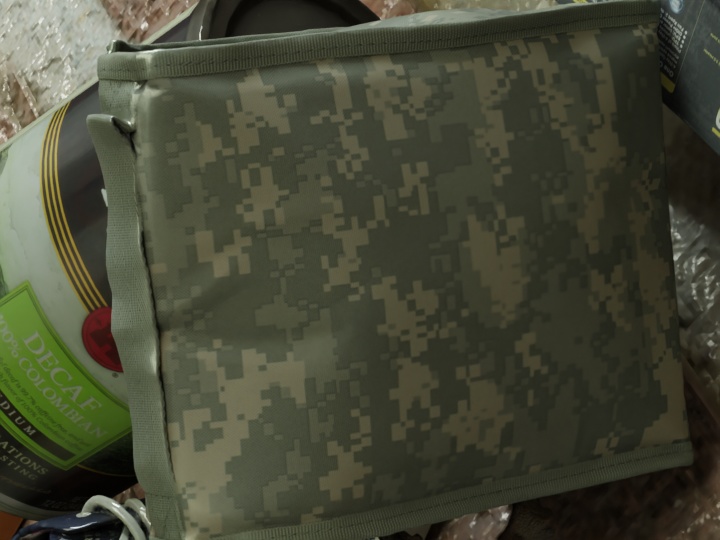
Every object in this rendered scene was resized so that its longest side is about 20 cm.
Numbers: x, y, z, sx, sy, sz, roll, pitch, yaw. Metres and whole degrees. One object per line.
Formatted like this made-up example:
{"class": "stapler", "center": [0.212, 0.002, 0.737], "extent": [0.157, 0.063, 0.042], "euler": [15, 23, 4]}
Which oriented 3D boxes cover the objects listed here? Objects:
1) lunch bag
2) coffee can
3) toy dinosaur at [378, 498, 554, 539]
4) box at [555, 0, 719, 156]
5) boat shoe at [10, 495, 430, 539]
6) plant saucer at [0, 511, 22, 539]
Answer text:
{"class": "lunch bag", "center": [0.000, 0.000, 0.912], "extent": [0.117, 0.199, 0.165], "euler": [1, 98, 54]}
{"class": "coffee can", "center": [-0.075, -0.007, 1.079], "extent": [0.200, 0.146, 0.147], "euler": [-32, 50, 34]}
{"class": "toy dinosaur", "center": [0.011, 0.157, 0.932], "extent": [0.136, 0.085, 0.200], "euler": [-55, 34, 28]}
{"class": "box", "center": [0.127, -0.130, 0.911], "extent": [0.200, 0.049, 0.162], "euler": [47, 135, 33]}
{"class": "boat shoe", "center": [-0.064, 0.110, 1.050], "extent": [0.200, 0.093, 0.075], "euler": [-40, 46, 27]}
{"class": "plant saucer", "center": [-0.209, 0.066, 1.277], "extent": [0.200, 0.032, 0.201], "euler": [-23, 56, 39]}
